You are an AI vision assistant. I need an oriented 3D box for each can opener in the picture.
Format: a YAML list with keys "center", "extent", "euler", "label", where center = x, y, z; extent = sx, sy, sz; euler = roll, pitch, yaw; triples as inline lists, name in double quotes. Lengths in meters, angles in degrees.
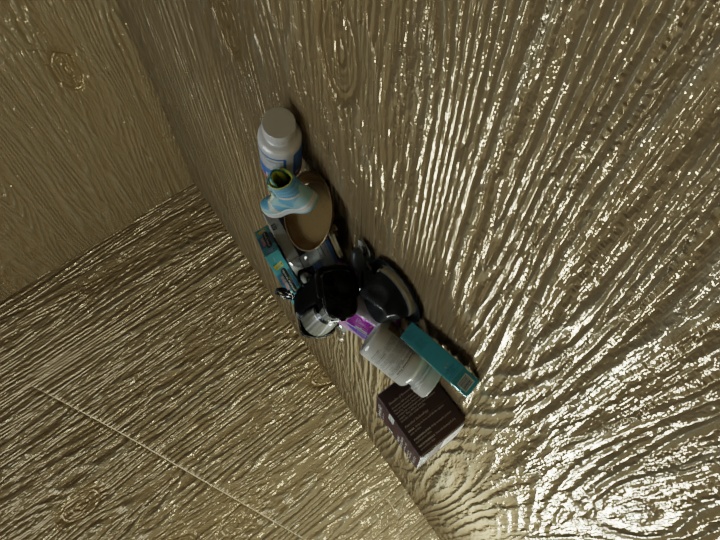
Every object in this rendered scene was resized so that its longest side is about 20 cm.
- center: [0.000, 0.000, 1.591]
  extent: [0.053, 0.066, 0.202]
  euler: [48, 156, 30]
  label: "can opener"

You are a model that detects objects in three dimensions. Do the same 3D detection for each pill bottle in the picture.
- center: [-0.197, -0.309, 1.516]
  extent: [0.113, 0.111, 0.201]
  euler: [53, 164, 11]
  label: "pill bottle"
- center: [0.105, 0.222, 1.555]
  extent: [0.199, 0.115, 0.114]
  euler: [39, 165, -2]
  label: "pill bottle"

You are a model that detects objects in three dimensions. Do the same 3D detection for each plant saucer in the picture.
- center: [-0.126, -0.152, 1.593]
  extent: [0.197, 0.035, 0.207]
  euler: [3, 94, 47]
  label: "plant saucer"

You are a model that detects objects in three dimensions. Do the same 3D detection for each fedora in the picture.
- center: [0.059, 0.069, 1.489]
  extent: [0.202, 0.091, 0.202]
  euler: [52, 165, 19]
  label: "fedora"

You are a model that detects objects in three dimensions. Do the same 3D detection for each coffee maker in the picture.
- center: [-0.099, 0.059, 1.584]
  extent: [0.195, 0.133, 0.200]
  euler: [58, 149, 6]
  label: "coffee maker"

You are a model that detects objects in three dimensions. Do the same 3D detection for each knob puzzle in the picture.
- center: [-0.087, -0.121, 1.697]
  extent: [0.223, 0.030, 0.220]
  euler: [61, 175, 8]
  label: "knob puzzle"

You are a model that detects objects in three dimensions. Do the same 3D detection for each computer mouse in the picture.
- center: [-0.151, 0.089, 1.702]
  extent: [0.058, 0.196, 0.035]
  euler: [-30, 50, 47]
  label: "computer mouse"

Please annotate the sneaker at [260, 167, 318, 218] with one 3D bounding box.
- center: [-0.209, -0.201, 1.551]
  extent: [0.196, 0.081, 0.130]
  euler: [-4, 146, 40]
  label: "sneaker"

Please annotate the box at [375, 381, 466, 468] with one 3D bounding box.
- center: [0.161, 0.399, 1.696]
  extent: [0.201, 0.162, 0.167]
  euler: [51, 164, 22]
  label: "box"

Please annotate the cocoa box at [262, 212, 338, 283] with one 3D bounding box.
- center: [-0.169, -0.094, 1.761]
  extent: [0.202, 0.129, 0.134]
  euler: [58, 176, 31]
  label: "cocoa box"

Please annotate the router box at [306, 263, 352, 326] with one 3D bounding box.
- center: [-0.064, 0.080, 1.800]
  extent: [0.202, 0.145, 0.052]
  euler: [75, 178, -49]
  label: "router box"

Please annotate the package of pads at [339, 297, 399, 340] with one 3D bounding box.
- center: [0.016, 0.132, 1.704]
  extent: [0.197, 0.076, 0.122]
  euler: [30, 149, 27]
  label: "package of pads"

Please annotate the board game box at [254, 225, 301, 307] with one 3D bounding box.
- center: [-0.222, -0.009, 1.754]
  extent: [0.202, 0.046, 0.152]
  euler: [64, 176, -35]
  label: "board game box"

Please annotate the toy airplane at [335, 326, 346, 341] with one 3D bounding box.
- center: [-0.093, 0.129, 2.085]
  extent: [0.201, 0.141, 0.199]
  euler: [47, -157, 2]
  label: "toy airplane"

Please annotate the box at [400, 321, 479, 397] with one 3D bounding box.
- center: [0.178, 0.201, 1.412]
  extent: [0.082, 0.049, 0.199]
  euler: [43, 178, -40]
  label: "box"

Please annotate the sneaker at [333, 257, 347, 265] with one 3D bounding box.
- center: [-0.100, -0.026, 1.865]
  extent: [0.091, 0.079, 0.200]
  euler: [68, 164, -6]
  label: "sneaker"
